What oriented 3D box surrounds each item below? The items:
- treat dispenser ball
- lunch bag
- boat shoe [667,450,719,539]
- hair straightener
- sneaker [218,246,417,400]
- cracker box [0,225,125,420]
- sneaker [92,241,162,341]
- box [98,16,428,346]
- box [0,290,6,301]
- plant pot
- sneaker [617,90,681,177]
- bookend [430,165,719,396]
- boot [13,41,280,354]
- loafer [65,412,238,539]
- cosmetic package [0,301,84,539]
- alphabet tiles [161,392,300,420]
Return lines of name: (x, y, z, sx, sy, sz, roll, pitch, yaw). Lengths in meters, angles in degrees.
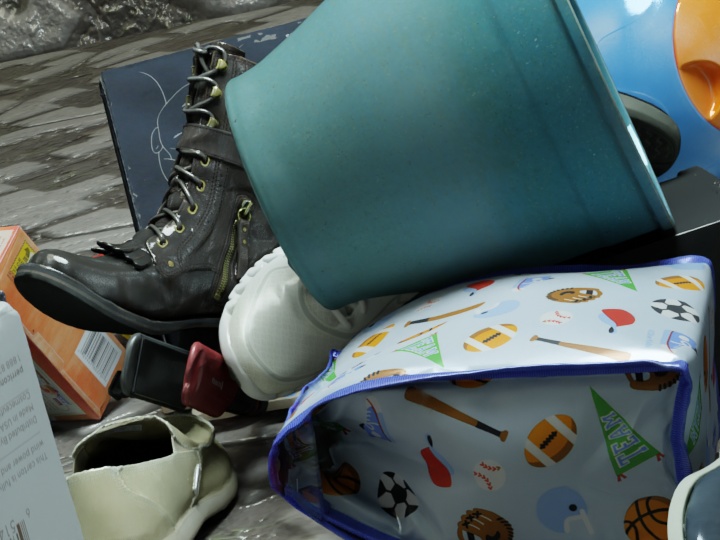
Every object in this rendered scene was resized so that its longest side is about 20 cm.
treat dispenser ball: (0.217, -0.154, 1.707, 0.200, 0.202, 0.201, -13, 13, 3)
lunch bag: (0.068, 0.071, 1.122, 0.199, 0.125, 0.170, -1, 15, 12)
boat shoe: (0.178, 0.108, 0.975, 0.062, 0.075, 0.200, -20, 1, 23)
hair straightener: (-0.103, 0.059, 1.335, 0.076, 0.041, 0.200, 8, -2, 12)
sneaker: (0.000, 0.000, 1.319, 0.200, 0.075, 0.081, -39, 7, -34)
cracker box: (-0.269, 0.039, 1.543, 0.199, 0.134, 0.058, -4, 48, 35)
sneaker: (-0.153, 0.024, 1.664, 0.073, 0.078, 0.200, -20, -3, 4)
box: (-0.049, -0.050, 1.504, 0.199, 0.124, 0.197, -15, 41, -4)
box: (-0.306, 0.101, 1.394, 0.132, 0.115, 0.200, -5, 15, 37)
plant pot: (0.039, -0.075, 1.222, 0.187, 0.201, 0.200, -25, 12, 8)
sneaker: (0.097, -0.111, 1.413, 0.198, 0.076, 0.115, 6, 46, 7)
bookend: (0.127, 0.024, 1.314, 0.199, 0.093, 0.199, -18, 9, 0)
boot: (-0.100, -0.045, 1.332, 0.199, 0.175, 0.069, 15, -8, -43)
loafer: (-0.114, 0.109, 1.258, 0.075, 0.069, 0.200, -12, 12, 7)
cosmetic package: (-0.265, 0.129, 1.126, 0.199, 0.167, 0.167, -8, 15, 26)
alphabet tiles: (-0.025, 0.056, 1.502, 0.199, 0.015, 0.196, -10, 14, 16)
